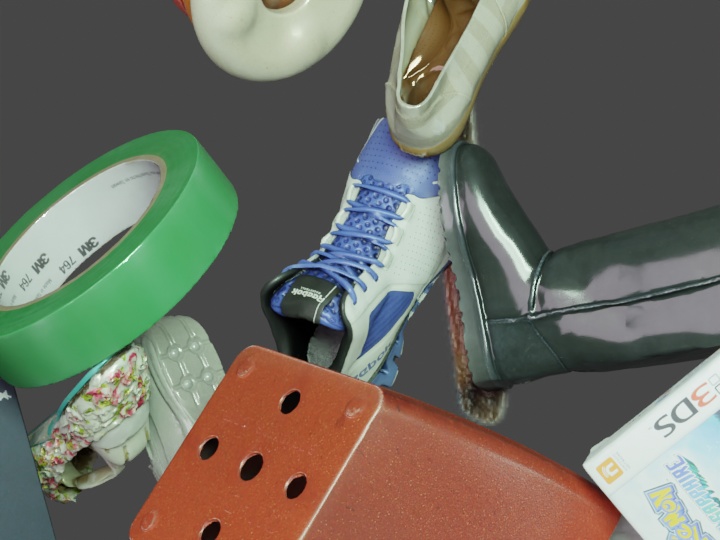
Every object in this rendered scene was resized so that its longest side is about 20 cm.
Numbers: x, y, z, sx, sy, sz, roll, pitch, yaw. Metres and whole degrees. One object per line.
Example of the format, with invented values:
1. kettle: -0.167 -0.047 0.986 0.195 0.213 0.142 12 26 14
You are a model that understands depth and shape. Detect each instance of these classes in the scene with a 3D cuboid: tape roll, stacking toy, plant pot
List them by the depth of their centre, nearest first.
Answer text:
1. plant pot: -0.009 0.152 0.961 0.200 0.176 0.200 15 67 50
2. tape roll: -0.175 -0.010 1.107 0.200 0.200 0.048 -28 117 17
3. stacking toy: -0.102 -0.228 1.147 0.200 0.146 0.146 34 98 40

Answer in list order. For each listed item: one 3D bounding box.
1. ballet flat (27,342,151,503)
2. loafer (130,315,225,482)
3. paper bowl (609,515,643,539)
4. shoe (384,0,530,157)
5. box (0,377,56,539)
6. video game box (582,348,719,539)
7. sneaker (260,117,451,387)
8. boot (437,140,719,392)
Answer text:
1. ballet flat: -0.176 0.107 1.123 0.064 0.076 0.200 48 146 -1
2. loafer: -0.108 0.129 1.134 0.070 0.070 0.200 -37 67 53
3. paper bowl: 0.152 0.241 0.994 0.201 0.104 0.201 -2 85 23
4. shoe: 0.065 -0.169 1.067 0.070 0.053 0.200 10 68 24
5. box: -0.298 0.195 1.139 0.182 0.104 0.200 -31 72 44
6. video game box: 0.253 0.123 0.904 0.182 0.047 0.200 -43 82 19
7. sneaker: 0.000 0.001 1.070 0.081 0.115 0.199 20 92 21
8. boot: 0.158 -0.018 1.035 0.200 0.066 0.165 -12 89 23
